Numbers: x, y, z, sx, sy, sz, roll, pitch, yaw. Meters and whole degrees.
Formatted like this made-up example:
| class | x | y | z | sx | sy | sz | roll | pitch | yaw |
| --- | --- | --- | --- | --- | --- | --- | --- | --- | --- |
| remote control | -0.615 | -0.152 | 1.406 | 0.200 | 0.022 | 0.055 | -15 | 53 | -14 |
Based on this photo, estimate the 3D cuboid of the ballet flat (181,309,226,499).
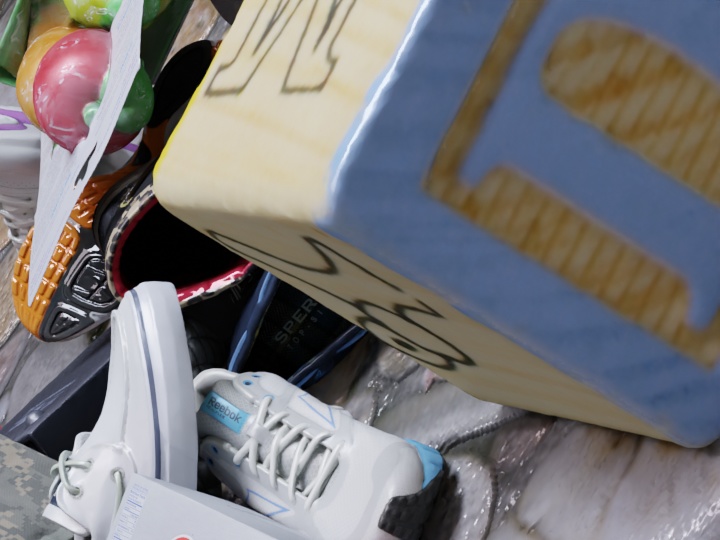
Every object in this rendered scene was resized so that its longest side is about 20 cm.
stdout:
| class | x | y | z | sx | sy | sz | roll | pitch | yaw |
| --- | --- | --- | --- | --- | --- | --- | --- | --- | --- |
| ballet flat | -0.081 | 0.110 | 1.412 | 0.066 | 0.057 | 0.200 | -27 | 57 | 41 |

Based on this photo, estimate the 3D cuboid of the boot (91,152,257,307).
| class | x | y | z | sx | sy | sz | roll | pitch | yaw |
| --- | --- | --- | --- | --- | --- | --- | --- | --- | --- |
| boot | -0.051 | -0.053 | 1.477 | 0.200 | 0.073 | 0.151 | -32 | 11 | 4 |

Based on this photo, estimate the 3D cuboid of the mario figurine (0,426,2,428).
| class | x | y | z | sx | sy | sz | roll | pitch | yaw |
| --- | --- | --- | --- | --- | --- | --- | --- | --- | --- |
| mario figurine | -0.235 | 0.158 | 1.641 | 0.123 | 0.106 | 0.200 | -18 | 41 | 8 |

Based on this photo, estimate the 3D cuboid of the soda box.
| class | x | y | z | sx | sy | sz | roll | pitch | yaw |
| --- | --- | --- | --- | --- | --- | --- | --- | --- | --- |
| soda box | -0.033 | 0.141 | 1.213 | 0.200 | 0.068 | 0.064 | 17 | 86 | 57 |

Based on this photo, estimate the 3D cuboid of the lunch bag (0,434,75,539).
| class | x | y | z | sx | sy | sz | roll | pitch | yaw |
| --- | --- | --- | --- | --- | --- | --- | --- | --- | --- |
| lunch bag | -0.218 | 0.174 | 1.430 | 0.118 | 0.164 | 0.200 | -38 | -35 | -50 |

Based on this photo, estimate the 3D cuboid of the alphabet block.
| class | x | y | z | sx | sy | sz | roll | pitch | yaw |
| --- | --- | --- | --- | --- | --- | --- | --- | --- | --- |
| alphabet block | 0.064 | -0.063 | 1.160 | 0.197 | 0.195 | 0.200 | -60 | 22 | -9 |

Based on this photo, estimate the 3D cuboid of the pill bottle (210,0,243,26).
| class | x | y | z | sx | sy | sz | roll | pitch | yaw |
| --- | --- | --- | --- | --- | --- | --- | --- | --- | --- |
| pill bottle | -0.001 | -0.218 | 1.618 | 0.112 | 0.112 | 0.200 | -15 | 48 | 61 |

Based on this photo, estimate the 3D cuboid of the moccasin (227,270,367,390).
| class | x | y | z | sx | sy | sz | roll | pitch | yaw |
| --- | --- | --- | --- | --- | --- | --- | --- | --- | --- |
| moccasin | 0.000 | 0.000 | 1.388 | 0.200 | 0.080 | 0.068 | -60 | 2 | 37 |

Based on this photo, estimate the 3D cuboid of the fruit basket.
| class | x | y | z | sx | sy | sz | roll | pitch | yaw |
| --- | --- | --- | --- | --- | --- | --- | --- | --- | --- |
| fruit basket | -0.134 | -0.108 | 1.555 | 0.200 | 0.094 | 0.185 | -98 | 27 | -44 |

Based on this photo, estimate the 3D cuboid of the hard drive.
| class | x | y | z | sx | sy | sz | roll | pitch | yaw |
| --- | --- | --- | --- | --- | --- | --- | --- | --- | --- |
| hard drive | -0.130 | 0.058 | 1.548 | 0.135 | 0.042 | 0.200 | -32 | 10 | 49 |

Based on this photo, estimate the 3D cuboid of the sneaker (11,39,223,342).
| class | x | y | z | sx | sy | sz | roll | pitch | yaw |
| --- | --- | --- | --- | --- | --- | --- | --- | --- | --- |
| sneaker | -0.116 | -0.035 | 1.683 | 0.200 | 0.076 | 0.092 | -50 | -18 | 0 |

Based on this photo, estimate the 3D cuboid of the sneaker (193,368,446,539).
| class | x | y | z | sx | sy | sz | roll | pitch | yaw |
| --- | --- | --- | --- | --- | --- | --- | --- | --- | --- |
| sneaker | -0.032 | 0.086 | 1.319 | 0.075 | 0.087 | 0.200 | -59 | 22 | -5 |

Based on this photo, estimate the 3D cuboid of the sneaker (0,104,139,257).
| class | x | y | z | sx | sy | sz | roll | pitch | yaw |
| --- | --- | --- | --- | --- | --- | --- | --- | --- | --- |
| sneaker | -0.175 | -0.038 | 1.713 | 0.075 | 0.200 | 0.100 | 15 | 87 | 30 |

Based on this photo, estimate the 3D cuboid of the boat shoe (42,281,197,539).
| class | x | y | z | sx | sy | sz | roll | pitch | yaw |
| --- | --- | --- | --- | --- | --- | --- | --- | --- | --- |
| boat shoe | -0.110 | 0.105 | 1.326 | 0.074 | 0.067 | 0.200 | 155 | 114 | -78 |
